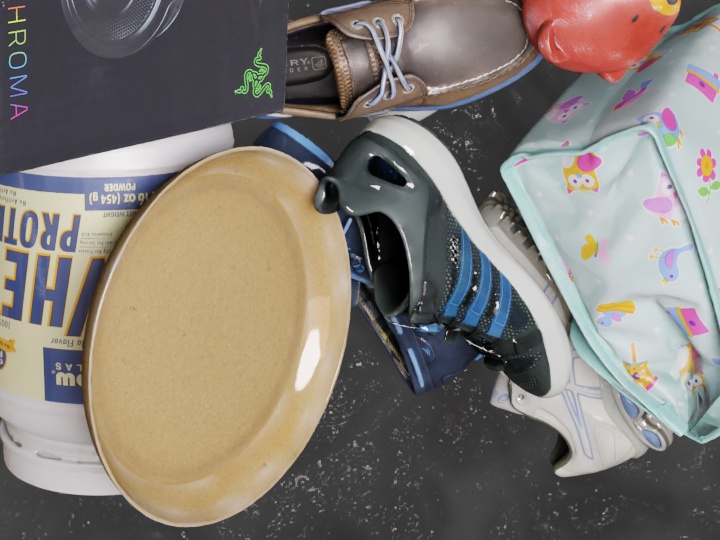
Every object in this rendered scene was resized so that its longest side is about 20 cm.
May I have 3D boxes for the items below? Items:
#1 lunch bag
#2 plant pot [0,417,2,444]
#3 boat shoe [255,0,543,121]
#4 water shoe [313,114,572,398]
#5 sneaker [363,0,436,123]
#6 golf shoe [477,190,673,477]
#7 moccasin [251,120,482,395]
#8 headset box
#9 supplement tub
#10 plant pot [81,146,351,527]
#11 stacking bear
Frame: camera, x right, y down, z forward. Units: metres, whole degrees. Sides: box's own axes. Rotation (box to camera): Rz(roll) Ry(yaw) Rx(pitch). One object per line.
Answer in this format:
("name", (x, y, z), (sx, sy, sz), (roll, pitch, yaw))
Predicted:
("lunch bag", (0.188, -0.025, 0.870), (0.121, 0.170, 0.201), (-11, 116, 40))
("plant pot", (-0.285, 0.101, 0.809), (0.186, 0.200, 0.189), (-3, 108, -10))
("boat shoe", (0.006, -0.113, 0.826), (0.199, 0.072, 0.073), (-11, 103, 20))
("water shoe", (0.043, 0.008, 0.847), (0.079, 0.071, 0.201), (-44, 113, -21))
("sneaker", (0.076, -0.156, 0.865), (0.200, 0.081, 0.076), (-43, 111, 5))
("golf shoe", (0.113, 0.049, 0.940), (0.097, 0.078, 0.201), (-31, 105, 14))
("moccasin", (0.000, 0.000, 0.895), (0.068, 0.080, 0.200), (-44, 109, -4))
("headset box", (-0.123, -0.154, 0.725), (0.199, 0.092, 0.176), (-19, 120, -46))
("supplement tub", (-0.142, 0.008, 0.837), (0.144, 0.145, 0.202), (-2, 107, -10))
("plant pot", (-0.076, 0.033, 0.788), (0.199, 0.027, 0.202), (-24, 120, -48))
("stacking bear", (0.128, -0.201, 0.770), (0.121, 0.113, 0.202), (10, 85, -54))
